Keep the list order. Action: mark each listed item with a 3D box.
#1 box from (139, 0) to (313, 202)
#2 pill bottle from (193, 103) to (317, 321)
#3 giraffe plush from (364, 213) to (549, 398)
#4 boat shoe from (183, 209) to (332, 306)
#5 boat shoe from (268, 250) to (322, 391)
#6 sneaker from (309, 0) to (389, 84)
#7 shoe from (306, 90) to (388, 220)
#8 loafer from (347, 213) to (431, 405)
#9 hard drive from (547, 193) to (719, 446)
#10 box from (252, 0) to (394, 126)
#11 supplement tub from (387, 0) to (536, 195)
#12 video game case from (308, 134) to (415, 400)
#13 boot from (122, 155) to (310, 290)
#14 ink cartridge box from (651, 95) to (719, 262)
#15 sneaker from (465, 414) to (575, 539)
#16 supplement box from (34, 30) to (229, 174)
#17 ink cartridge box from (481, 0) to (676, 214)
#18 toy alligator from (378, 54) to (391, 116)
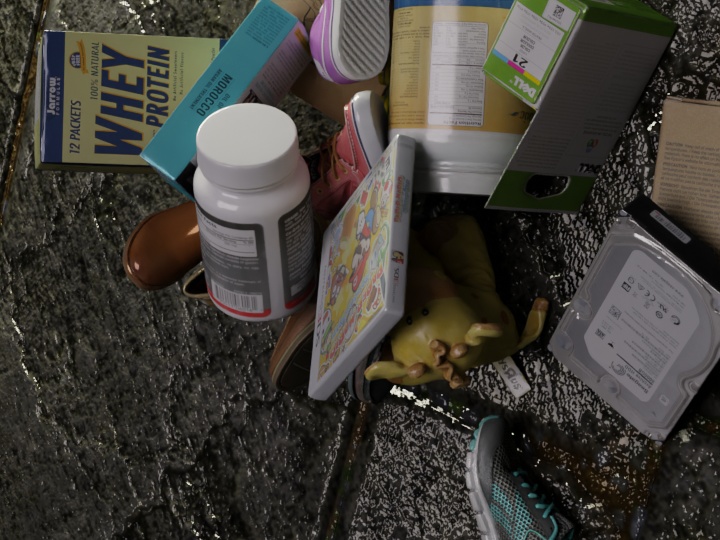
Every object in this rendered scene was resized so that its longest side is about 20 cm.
[{"bbox_3d":[-0.128,-0.167,1.736,0.049,0.082,0.200,36,85,20],"label":"box"},{"bbox_3d":[-0.103,-0.057,1.710,0.114,0.114,0.200,40,148,35],"label":"pill bottle"},{"bbox_3d":[0.068,0.050,1.619,0.200,0.162,0.173,41,105,11],"label":"giraffe plush"},{"bbox_3d":[-0.111,-0.007,1.873,0.200,0.076,0.072,-33,68,37],"label":"boat shoe"},{"bbox_3d":[-0.036,0.034,1.817,0.200,0.072,0.068,-53,53,17],"label":"boat shoe"},{"bbox_3d":[-0.012,-0.280,1.705,0.114,0.073,0.201,-174,96,-71],"label":"sneaker"},{"bbox_3d":[-0.013,-0.104,1.700,0.091,0.200,0.072,-7,65,8],"label":"shoe"},{"bbox_3d":[0.045,0.046,1.741,0.063,0.072,0.200,26,105,33],"label":"loafer"},{"bbox_3d":[0.248,0.046,1.504,0.140,0.038,0.200,42,143,17],"label":"hard drive"},{"bbox_3d":[-0.024,-0.259,1.774,0.163,0.021,0.200,33,121,6],"label":"box"},{"bbox_3d":[0.099,-0.170,1.642,0.145,0.145,0.200,5,93,42],"label":"supplement tub"},{"bbox_3d":[0.000,0.000,1.613,0.200,0.023,0.182,130,150,-56],"label":"video game case"},{"bbox_3d":[-0.145,-0.059,1.828,0.155,0.200,0.074,-23,104,47],"label":"boot"},{"bbox_3d":[0.343,-0.052,1.468,0.200,0.075,0.165,13,97,43],"label":"ink cartridge box"},{"bbox_3d":[0.157,0.232,1.646,0.091,0.078,0.200,-12,85,25],"label":"sneaker"},{"bbox_3d":[-0.242,-0.173,1.862,0.200,0.200,0.134,-176,87,-78],"label":"supplement box"},{"bbox_3d":[0.174,-0.155,1.571,0.076,0.148,0.200,41,116,34],"label":"ink cartridge box"},{"bbox_3d":[0.047,-0.197,1.721,0.059,0.054,0.200,8,112,12],"label":"toy alligator"}]
